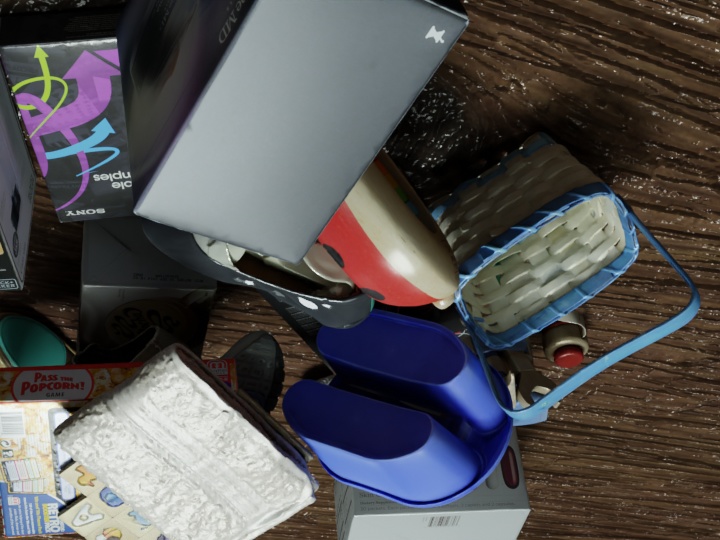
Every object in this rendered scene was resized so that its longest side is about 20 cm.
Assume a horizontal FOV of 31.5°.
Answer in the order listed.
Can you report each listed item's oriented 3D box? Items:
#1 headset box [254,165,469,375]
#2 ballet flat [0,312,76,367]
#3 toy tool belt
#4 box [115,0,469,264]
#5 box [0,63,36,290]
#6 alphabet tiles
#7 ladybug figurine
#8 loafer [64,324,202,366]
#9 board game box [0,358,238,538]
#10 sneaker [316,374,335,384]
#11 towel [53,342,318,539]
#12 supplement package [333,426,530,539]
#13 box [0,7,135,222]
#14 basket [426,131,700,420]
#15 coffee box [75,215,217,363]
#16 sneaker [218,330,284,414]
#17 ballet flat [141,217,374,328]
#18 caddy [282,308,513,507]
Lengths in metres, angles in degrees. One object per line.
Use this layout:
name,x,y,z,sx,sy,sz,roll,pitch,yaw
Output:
headset box,0.000,0.000,1.127,0.148,0.075,0.200,-17,143,16
ballet flat,-0.299,0.103,1.234,0.063,0.069,0.200,-12,146,31
toy tool belt,0.138,0.120,1.275,0.198,0.124,0.125,-8,145,1
box,-0.054,-0.151,0.777,0.123,0.199,0.200,16,127,-29
box,-0.289,-0.087,0.928,0.060,0.117,0.201,-2,146,-2
alphabet tiles,-0.146,0.180,1.066,0.199,0.006,0.166,-35,123,14
ladybug figurine,0.000,-0.048,0.969,0.072,0.200,0.136,-37,176,11
loafer,-0.236,0.096,1.101,0.199,0.075,0.070,-22,121,7
board game box,-0.202,0.150,1.068,0.198,0.046,0.152,-1,125,-9
sneaker,0.032,0.175,1.335,0.199,0.116,0.075,10,149,-22
towel,-0.135,0.155,1.026,0.132,0.035,0.200,-35,123,13
supplement package,0.077,0.261,1.472,0.198,0.111,0.156,-1,145,-9
box,-0.181,-0.115,0.974,0.142,0.036,0.201,-6,145,-1
basket,0.156,0.001,1.032,0.176,0.201,0.139,-31,139,9
coffee box,-0.197,0.041,1.148,0.112,0.080,0.200,3,144,-14
sneaker,-0.139,0.122,1.143,0.074,0.087,0.200,23,118,-32
ballet flat,-0.074,-0.017,1.008,0.199,0.073,0.073,25,137,-10
caddy,0.033,0.118,1.083,0.199,0.142,0.105,12,154,39
